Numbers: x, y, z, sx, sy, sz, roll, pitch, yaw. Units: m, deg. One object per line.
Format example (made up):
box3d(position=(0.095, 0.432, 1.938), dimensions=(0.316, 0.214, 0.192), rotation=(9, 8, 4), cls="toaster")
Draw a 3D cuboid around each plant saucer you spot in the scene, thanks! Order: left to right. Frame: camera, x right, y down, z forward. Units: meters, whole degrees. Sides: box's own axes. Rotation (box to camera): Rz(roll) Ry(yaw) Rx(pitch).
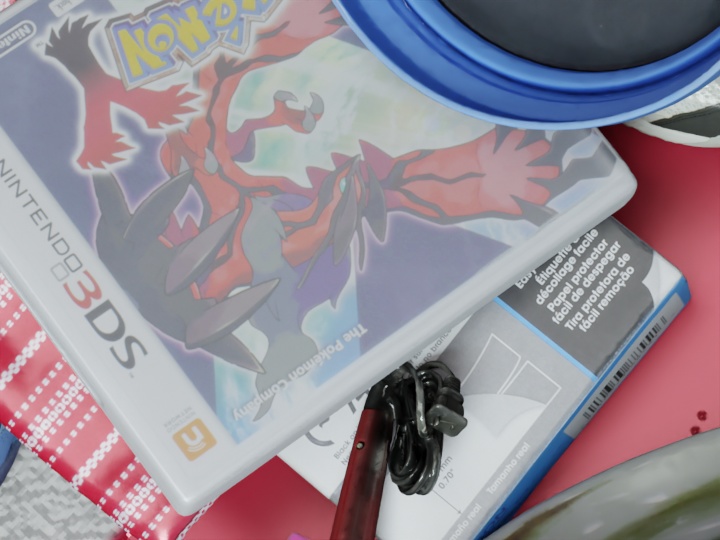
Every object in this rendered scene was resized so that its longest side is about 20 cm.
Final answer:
box3d(position=(0.115, 0.104, 0.928), dimensions=(0.199, 0.200, 0.050), rotation=(-21, 101, 8), cls="plant saucer")

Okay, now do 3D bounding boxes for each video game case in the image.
box3d(position=(-0.034, -0.044, 0.978), dimensions=(0.200, 0.023, 0.182), rotation=(-35, 80, -16), cls="video game case")

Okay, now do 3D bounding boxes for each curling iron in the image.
box3d(position=(-0.006, 0.120, 0.955), dimensions=(0.025, 0.050, 0.201), rotation=(25, 72, -19), cls="curling iron")

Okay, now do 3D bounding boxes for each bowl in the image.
box3d(position=(0.067, -0.148, 0.925), dimensions=(0.200, 0.039, 0.202), rotation=(8, 105, 31), cls="bowl")

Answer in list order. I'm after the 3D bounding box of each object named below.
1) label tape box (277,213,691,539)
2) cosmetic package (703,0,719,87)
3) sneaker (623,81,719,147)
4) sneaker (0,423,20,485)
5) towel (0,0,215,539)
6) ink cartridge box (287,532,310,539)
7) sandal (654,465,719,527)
box3d(position=(0.000, 0.000, 1.039), dimensions=(0.200, 0.063, 0.144), rotation=(39, 91, 12), cls="label tape box")
box3d(position=(0.196, -0.143, 0.979), dimensions=(0.107, 0.085, 0.201), rotation=(5, 71, 24), cls="cosmetic package")
box3d(position=(0.076, -0.119, 1.027), dimensions=(0.200, 0.088, 0.076), rotation=(40, 90, 11), cls="sneaker")
box3d(position=(-0.156, -0.001, 1.060), dimensions=(0.074, 0.082, 0.201), rotation=(11, 87, 9), cls="sneaker")
box3d(position=(-0.099, -0.015, 1.003), dimensions=(0.200, 0.022, 0.145), rotation=(41, 88, 7), cls="towel")
box3d(position=(0.031, 0.178, 0.959), dimensions=(0.200, 0.037, 0.095), rotation=(29, 71, 22), cls="ink cartridge box")
box3d(position=(0.197, 0.113, 0.991), dimensions=(0.200, 0.057, 0.080), rotation=(7, 81, 14), cls="sandal")
